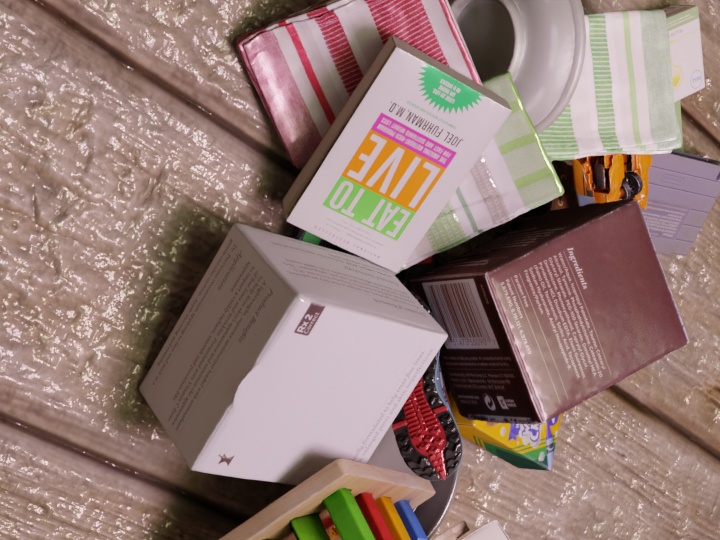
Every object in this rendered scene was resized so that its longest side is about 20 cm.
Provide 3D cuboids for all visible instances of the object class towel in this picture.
[{"bbox_3d":[0.000,-0.192,1.479,0.200,0.023,0.144,-21,116,10],"label":"towel"},{"bbox_3d":[0.083,-0.093,1.540,0.200,0.031,0.149,-24,115,11],"label":"towel"},{"bbox_3d":[0.238,-0.190,1.619,0.200,0.023,0.153,-7,90,-22],"label":"towel"}]

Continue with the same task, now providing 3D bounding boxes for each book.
[{"bbox_3d":[0.033,-0.108,1.496,0.133,0.048,0.200,26,112,-19],"label":"book"}]

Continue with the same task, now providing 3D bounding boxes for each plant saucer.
[{"bbox_3d":[0.132,-0.227,1.552,0.050,0.200,0.201,-6,105,-43],"label":"plant saucer"}]

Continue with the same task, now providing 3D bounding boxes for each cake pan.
[{"bbox_3d":[0.026,0.221,1.693,0.200,0.037,0.201,-13,110,-38],"label":"cake pan"}]

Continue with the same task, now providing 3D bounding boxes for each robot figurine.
[{"bbox_3d":[0.272,-0.147,1.713,0.145,0.058,0.200,-31,122,-46],"label":"robot figurine"}]

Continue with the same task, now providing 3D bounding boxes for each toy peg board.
[{"bbox_3d":[-0.031,0.285,1.521,0.200,0.098,0.199,-35,154,16],"label":"toy peg board"}]

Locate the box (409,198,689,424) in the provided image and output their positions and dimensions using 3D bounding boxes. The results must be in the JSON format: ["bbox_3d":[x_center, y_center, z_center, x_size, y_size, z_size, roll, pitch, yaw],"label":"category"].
[{"bbox_3d":[0.192,0.042,1.616,0.200,0.166,0.165,-25,98,-24],"label":"box"}]

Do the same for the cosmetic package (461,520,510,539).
[{"bbox_3d":[0.084,0.345,1.670,0.105,0.200,0.071,-26,78,-35],"label":"cosmetic package"}]

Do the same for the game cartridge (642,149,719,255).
[{"bbox_3d":[0.347,-0.085,1.870,0.200,0.038,0.130,8,118,-42],"label":"game cartridge"}]

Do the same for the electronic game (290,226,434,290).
[{"bbox_3d":[0.000,0.000,1.608,0.200,0.042,0.200,-12,109,-38],"label":"electronic game"}]

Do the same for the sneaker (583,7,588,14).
[{"bbox_3d":[0.202,-0.196,1.723,0.200,0.073,0.071,-67,160,-9],"label":"sneaker"}]

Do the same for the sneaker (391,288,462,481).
[{"bbox_3d":[0.050,0.120,1.603,0.079,0.096,0.200,-11,78,0],"label":"sneaker"}]

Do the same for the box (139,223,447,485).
[{"bbox_3d":[-0.064,0.086,1.475,0.200,0.131,0.199,16,113,-42],"label":"box"}]

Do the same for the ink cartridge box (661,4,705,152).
[{"bbox_3d":[0.346,-0.198,1.852,0.145,0.048,0.200,-26,115,-34],"label":"ink cartridge box"}]

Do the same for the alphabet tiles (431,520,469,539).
[{"bbox_3d":[0.023,0.325,1.634,0.200,0.015,0.196,-37,169,16],"label":"alphabet tiles"}]

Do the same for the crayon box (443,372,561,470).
[{"bbox_3d":[0.156,0.134,1.744,0.200,0.051,0.126,32,65,-45],"label":"crayon box"}]

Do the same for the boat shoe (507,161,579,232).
[{"bbox_3d":[0.192,-0.034,1.750,0.068,0.072,0.200,37,71,-35],"label":"boat shoe"}]
